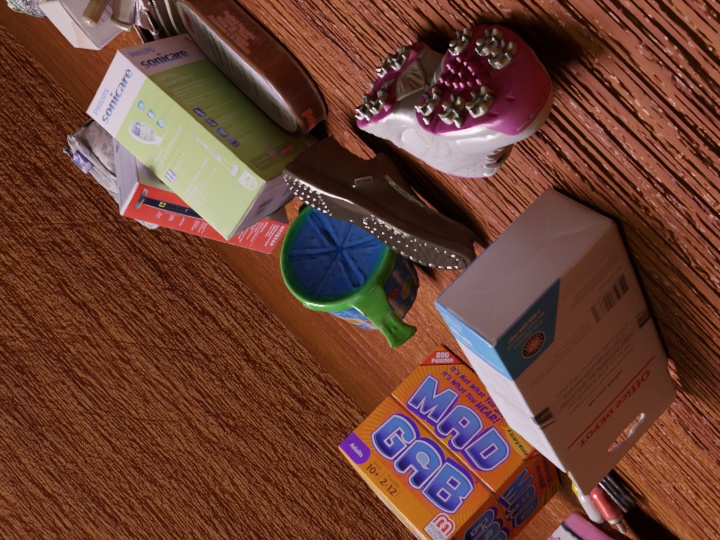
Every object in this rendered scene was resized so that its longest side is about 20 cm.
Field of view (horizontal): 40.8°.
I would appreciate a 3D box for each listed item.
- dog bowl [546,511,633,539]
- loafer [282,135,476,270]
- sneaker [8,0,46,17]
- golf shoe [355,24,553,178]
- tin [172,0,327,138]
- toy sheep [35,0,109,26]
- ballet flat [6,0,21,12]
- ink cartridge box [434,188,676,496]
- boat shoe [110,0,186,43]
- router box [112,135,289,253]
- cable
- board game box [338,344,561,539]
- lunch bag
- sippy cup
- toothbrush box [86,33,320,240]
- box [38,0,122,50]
[{"bbox_3d":[0.308,0.357,1.136,0.199,0.074,0.200,29,179,1],"label":"dog bowl"},{"bbox_3d":[0.023,-0.067,0.877,0.199,0.068,0.076,28,168,15],"label":"loafer"},{"bbox_3d":[-0.603,-0.524,1.688,0.085,0.078,0.201,34,163,49],"label":"sneaker"},{"bbox_3d":[0.070,-0.095,0.588,0.091,0.076,0.200,34,178,-22],"label":"golf shoe"},{"bbox_3d":[-0.113,-0.212,0.960,0.200,0.042,0.112,45,165,16],"label":"tin"},{"bbox_3d":[-0.240,-0.308,0.855,0.138,0.138,0.200,47,159,0],"label":"toy sheep"},{"bbox_3d":[-0.664,-0.542,1.904,0.068,0.067,0.200,48,170,-12],"label":"ballet flat"},{"bbox_3d":[0.144,0.057,0.683,0.067,0.116,0.201,35,164,47],"label":"ink cartridge box"},{"bbox_3d":[-0.243,-0.295,1.070,0.075,0.075,0.203,38,167,39],"label":"boat shoe"},{"bbox_3d":[-0.183,-0.123,1.081,0.178,0.049,0.201,15,-141,-32],"label":"router box"},{"bbox_3d":[0.235,0.214,1.084,0.200,0.050,0.097,47,172,-9],"label":"cable"},{"bbox_3d":[0.127,0.270,1.326,0.200,0.200,0.200,40,168,32],"label":"board game box"},{"bbox_3d":[-0.296,-0.182,1.372,0.168,0.200,0.139,50,169,-26],"label":"lunch bag"},{"bbox_3d":[0.000,0.000,1.066,0.138,0.180,0.130,-6,154,25],"label":"sippy cup"},{"bbox_3d":[-0.155,-0.145,1.007,0.200,0.086,0.146,42,-150,4],"label":"toothbrush box"},{"bbox_3d":[-0.353,-0.350,1.272,0.078,0.095,0.200,51,171,-26],"label":"box"}]
